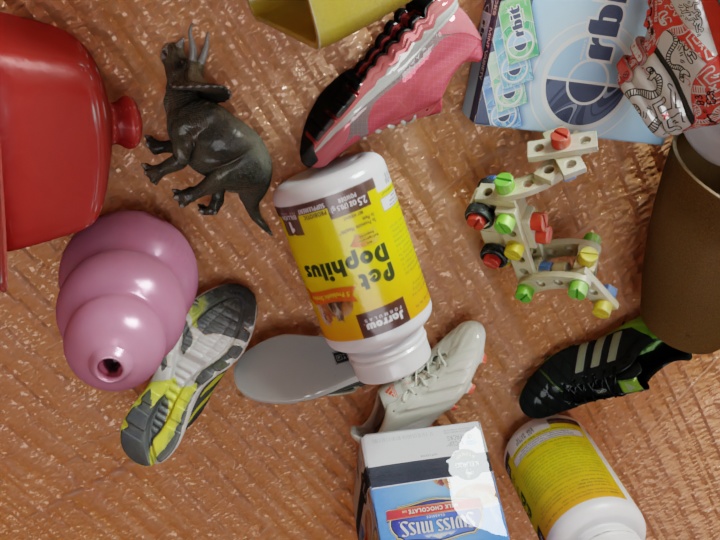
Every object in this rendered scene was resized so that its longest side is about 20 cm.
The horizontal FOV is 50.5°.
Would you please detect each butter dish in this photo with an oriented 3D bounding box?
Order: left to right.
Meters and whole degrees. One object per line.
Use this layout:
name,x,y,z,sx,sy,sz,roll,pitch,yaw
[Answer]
butter dish,-0.248,-0.115,0.608,0.147,0.199,0.201,-9,122,-32

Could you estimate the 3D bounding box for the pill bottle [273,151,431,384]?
pill bottle,0.000,0.000,0.713,0.109,0.109,0.201,-20,106,0

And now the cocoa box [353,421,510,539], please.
cocoa box,0.067,0.272,0.832,0.132,0.132,0.201,-5,145,-8

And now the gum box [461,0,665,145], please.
gum box,0.208,-0.212,0.702,0.198,0.045,0.171,3,116,-13

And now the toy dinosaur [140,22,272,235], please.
toy dinosaur,-0.126,-0.102,0.679,0.102,0.077,0.200,-31,115,14

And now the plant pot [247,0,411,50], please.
plant pot,-0.003,-0.296,0.546,0.175,0.200,0.201,-22,119,-12

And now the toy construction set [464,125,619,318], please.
toy construction set,0.179,-0.042,0.738,0.130,0.092,0.201,9,133,32

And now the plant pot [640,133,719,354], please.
plant pot,0.365,-0.018,0.772,0.185,0.187,0.201,2,132,-12

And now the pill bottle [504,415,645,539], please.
pill bottle,0.241,0.262,0.852,0.108,0.200,0.110,-4,117,-8

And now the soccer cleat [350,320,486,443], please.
soccer cleat,0.064,0.132,0.840,0.077,0.069,0.201,26,112,-18

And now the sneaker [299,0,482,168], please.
sneaker,0.030,-0.154,0.682,0.087,0.074,0.200,39,104,-26

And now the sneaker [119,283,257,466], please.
sneaker,-0.175,0.098,0.778,0.074,0.085,0.201,35,85,-4

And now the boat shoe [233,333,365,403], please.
boat shoe,-0.031,0.102,0.800,0.198,0.071,0.064,-10,155,-8

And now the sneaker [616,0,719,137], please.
sneaker,0.258,-0.214,0.644,0.067,0.108,0.203,-18,89,-41

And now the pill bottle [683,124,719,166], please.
pill bottle,0.405,-0.170,0.702,0.199,0.120,0.120,-16,120,-23

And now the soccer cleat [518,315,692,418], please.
soccer cleat,0.272,0.115,0.859,0.199,0.081,0.068,-31,118,6

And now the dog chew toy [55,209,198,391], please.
dog chew toy,-0.204,0.029,0.659,0.124,0.200,0.125,-4,117,-8
